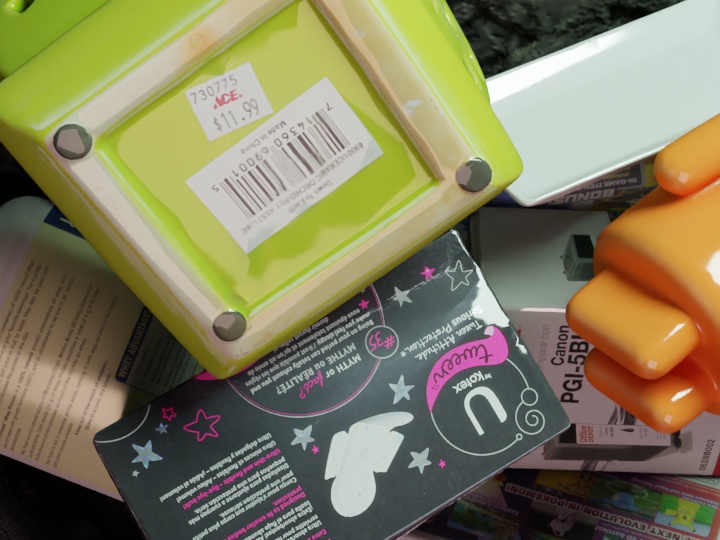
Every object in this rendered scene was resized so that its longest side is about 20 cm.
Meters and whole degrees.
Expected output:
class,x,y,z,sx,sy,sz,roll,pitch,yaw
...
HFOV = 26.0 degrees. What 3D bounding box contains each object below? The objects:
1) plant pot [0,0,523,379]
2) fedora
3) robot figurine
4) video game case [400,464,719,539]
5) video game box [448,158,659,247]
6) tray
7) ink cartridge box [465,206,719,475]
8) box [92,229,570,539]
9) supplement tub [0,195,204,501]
class,x,y,z,sx,sy,sz,roll,pitch,yaw
plant pot,-0.051,-0.083,0.703,0.199,0.182,0.199,-34,120,6
fedora,-0.158,0.127,1.007,0.199,0.202,0.092,6,165,-12
robot figurine,0.195,-0.009,0.765,0.200,0.117,0.144,-36,91,-15
video game case,0.129,0.124,0.947,0.199,0.183,0.023,15,133,16
video game box,0.123,-0.028,0.929,0.199,0.047,0.183,-8,135,10
tray,0.142,-0.088,0.815,0.199,0.107,0.022,-23,132,-18
ink cartridge box,0.158,0.044,0.907,0.199,0.083,0.147,2,135,1
box,-0.017,0.087,0.779,0.199,0.115,0.132,-29,174,-11
supplement tub,-0.163,0.045,0.900,0.199,0.145,0.145,23,127,-7
